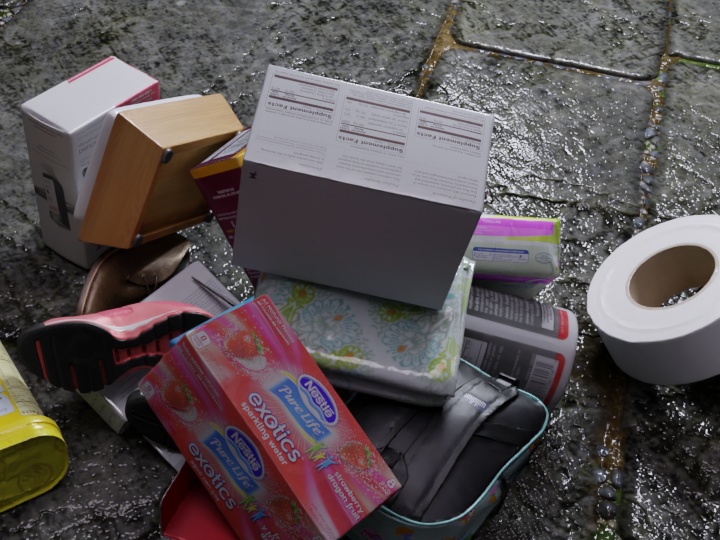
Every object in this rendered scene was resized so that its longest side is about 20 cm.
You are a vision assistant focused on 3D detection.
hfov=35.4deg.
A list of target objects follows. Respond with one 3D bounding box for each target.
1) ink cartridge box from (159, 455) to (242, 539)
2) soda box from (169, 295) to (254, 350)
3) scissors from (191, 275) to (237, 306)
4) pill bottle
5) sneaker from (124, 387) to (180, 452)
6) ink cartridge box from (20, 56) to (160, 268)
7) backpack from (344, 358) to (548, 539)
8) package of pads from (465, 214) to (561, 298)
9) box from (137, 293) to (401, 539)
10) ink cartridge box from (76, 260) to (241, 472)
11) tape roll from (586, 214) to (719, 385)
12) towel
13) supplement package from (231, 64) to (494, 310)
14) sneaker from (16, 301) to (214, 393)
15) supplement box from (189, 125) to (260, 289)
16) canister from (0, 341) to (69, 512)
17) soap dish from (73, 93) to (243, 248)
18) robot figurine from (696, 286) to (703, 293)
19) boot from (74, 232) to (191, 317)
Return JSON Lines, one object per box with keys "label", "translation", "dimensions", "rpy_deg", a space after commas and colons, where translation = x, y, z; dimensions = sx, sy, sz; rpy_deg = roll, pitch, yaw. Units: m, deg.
{"label": "ink cartridge box", "translation": [-0.098, 0.199, 1.014], "dimensions": [0.084, 0.176, 0.200], "rpy_deg": [16, 44, 12]}
{"label": "soda box", "translation": [-0.098, 0.071, 1.119], "dimensions": [0.064, 0.068, 0.200], "rpy_deg": [25, 34, 28]}
{"label": "scissors", "translation": [-0.100, 0.061, 1.215], "dimensions": [0.200, 0.014, 0.073], "rpy_deg": [33, 8, -4]}
{"label": "pill bottle", "translation": [0.118, 0.073, 1.198], "dimensions": [0.199, 0.114, 0.114], "rpy_deg": [15, 42, -4]}
{"label": "sneaker", "translation": [-0.141, 0.123, 1.161], "dimensions": [0.200, 0.076, 0.116], "rpy_deg": [9, 40, -18]}
{"label": "ink cartridge box", "translation": [-0.307, -0.125, 1.327], "dimensions": [0.085, 0.201, 0.146], "rpy_deg": [29, 48, 23]}
{"label": "backpack", "translation": [0.055, 0.181, 1.063], "dimensions": [0.175, 0.154, 0.200], "rpy_deg": [32, 42, 18]}
{"label": "package of pads", "translation": [0.135, -0.013, 1.259], "dimensions": [0.154, 0.200, 0.069], "rpy_deg": [4, 79, -3]}
{"label": "box", "translation": [-0.074, 0.135, 0.926], "dimensions": [0.102, 0.095, 0.200], "rpy_deg": [-27, 78, -47]}
{"label": "ink cartridge box", "translation": [-0.186, 0.107, 1.206], "dimensions": [0.174, 0.044, 0.200], "rpy_deg": [45, 51, 4]}
{"label": "tape roll", "translation": [0.356, 0.029, 1.250], "dimensions": [0.202, 0.071, 0.203], "rpy_deg": [-25, 30, 16]}
{"label": "towel", "translation": [0.003, 0.030, 1.048], "dimensions": [0.199, 0.048, 0.172], "rpy_deg": [13, 52, -2]}
{"label": "supplement package", "translation": [-0.002, -0.068, 0.991], "dimensions": [0.199, 0.156, 0.111], "rpy_deg": [13, 55, -2]}
{"label": "sneaker", "translation": [-0.242, 0.071, 1.142], "dimensions": [0.199, 0.074, 0.087], "rpy_deg": [-5, 15, -13]}
{"label": "supplement box", "translation": [-0.088, -0.059, 1.273], "dimensions": [0.085, 0.201, 0.110], "rpy_deg": [-8, 26, 44]}
{"label": "canister", "translation": [-0.395, 0.143, 1.113], "dimensions": [0.148, 0.087, 0.200], "rpy_deg": [-21, 47, -26]}
{"label": "soap dish", "translation": [-0.222, -0.112, 1.276], "dimensions": [0.081, 0.158, 0.200], "rpy_deg": [31, 25, 15]}
{"label": "robot figurine", "translation": [0.455, 0.090, 1.275], "dimensions": [0.199, 0.058, 0.145], "rpy_deg": [20, 44, 15]}
{"label": "boot", "translation": [-0.257, 0.011, 1.285], "dimensions": [0.075, 0.074, 0.200], "rpy_deg": [21, 41, 8]}
